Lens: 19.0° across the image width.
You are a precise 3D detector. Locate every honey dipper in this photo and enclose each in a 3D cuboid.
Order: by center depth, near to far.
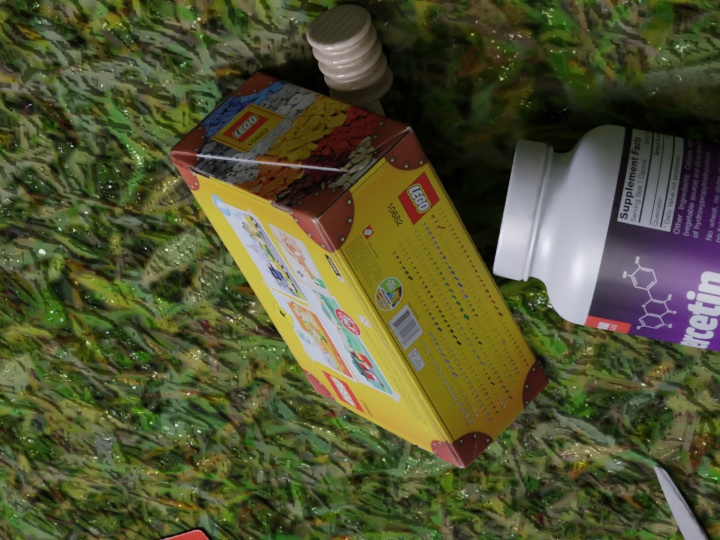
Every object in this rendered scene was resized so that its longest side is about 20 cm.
[{"bbox_3d":[0.018,-0.063,1.229,0.038,0.038,0.200,-6,132,20],"label":"honey dipper"}]

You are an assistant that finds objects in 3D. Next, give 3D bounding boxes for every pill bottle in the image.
[{"bbox_3d":[0.177,-0.016,1.180,0.200,0.113,0.113,11,134,4],"label":"pill bottle"}]

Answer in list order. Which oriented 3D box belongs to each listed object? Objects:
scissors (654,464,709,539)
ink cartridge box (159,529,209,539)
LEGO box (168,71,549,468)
[{"bbox_3d":[0.231,0.201,1.440,0.073,0.014,0.200,-26,123,35],"label":"scissors"},{"bbox_3d":[-0.161,0.277,1.589,0.200,0.057,0.163,-15,127,32],"label":"ink cartridge box"},{"bbox_3d":[0.000,0.000,1.215,0.149,0.077,0.200,25,152,49],"label":"LEGO box"}]
